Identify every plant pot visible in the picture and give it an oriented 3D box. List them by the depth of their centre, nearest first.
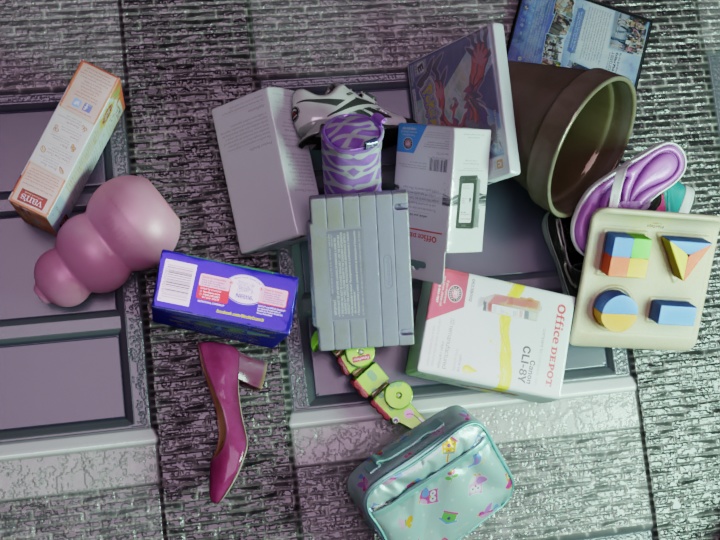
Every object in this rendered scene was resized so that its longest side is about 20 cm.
[{"bbox_3d":[0.242,-0.197,1.543,0.173,0.200,0.200,32,76,30],"label":"plant pot"}]

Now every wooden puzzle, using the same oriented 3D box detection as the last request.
[{"bbox_3d":[0.383,0.019,1.530,0.185,0.046,0.201,3,110,-14],"label":"wooden puzzle"}]

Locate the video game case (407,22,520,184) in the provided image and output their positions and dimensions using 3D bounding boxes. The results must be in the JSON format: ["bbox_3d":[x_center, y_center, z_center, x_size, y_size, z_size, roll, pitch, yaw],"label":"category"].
[{"bbox_3d":[0.134,-0.206,1.538,0.023,0.182,0.201,0,81,-36],"label":"video game case"}]

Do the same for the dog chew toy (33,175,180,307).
[{"bbox_3d":[-0.329,-0.030,1.466,0.200,0.125,0.125,-38,90,-5],"label":"dog chew toy"}]

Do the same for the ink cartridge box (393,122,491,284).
[{"bbox_3d":[0.102,-0.089,1.509,0.068,0.116,0.201,-2,100,-37],"label":"ink cartridge box"}]

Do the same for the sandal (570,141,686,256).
[{"bbox_3d":[0.357,-0.101,1.533,0.203,0.050,0.082,-45,101,-8],"label":"sandal"}]

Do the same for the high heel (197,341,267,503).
[{"bbox_3d":[-0.189,0.193,1.481,0.096,0.067,0.200,20,64,-16],"label":"high heel"}]

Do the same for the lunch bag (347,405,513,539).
[{"bbox_3d":[0.088,0.277,1.478,0.200,0.077,0.161,-34,120,-10],"label":"lunch bag"}]

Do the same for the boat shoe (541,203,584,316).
[{"bbox_3d":[0.311,0.002,1.592,0.071,0.064,0.200,-25,87,-12],"label":"boat shoe"}]

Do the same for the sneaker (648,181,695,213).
[{"bbox_3d":[0.376,-0.052,1.600,0.121,0.084,0.200,26,77,-6],"label":"sneaker"}]

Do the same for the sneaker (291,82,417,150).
[{"bbox_3d":[-0.005,-0.212,1.540,0.200,0.074,0.089,-2,69,-41],"label":"sneaker"}]

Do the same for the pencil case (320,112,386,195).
[{"bbox_3d":[-0.005,-0.113,1.492,0.085,0.200,0.084,-31,53,-26],"label":"pencil case"}]

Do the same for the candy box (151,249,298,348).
[{"bbox_3d":[-0.173,0.039,1.438,0.169,0.200,0.077,12,79,-9],"label":"candy box"}]

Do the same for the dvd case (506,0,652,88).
[{"bbox_3d":[0.314,-0.326,1.662,0.200,0.018,0.143,17,79,-6],"label":"dvd case"}]

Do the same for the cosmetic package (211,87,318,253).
[{"bbox_3d":[-0.120,-0.130,1.514,0.101,0.074,0.201,-15,85,33],"label":"cosmetic package"}]

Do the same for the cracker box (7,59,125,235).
[{"bbox_3d":[-0.370,-0.152,1.465,0.058,0.134,0.200,25,79,-5],"label":"cracker box"}]

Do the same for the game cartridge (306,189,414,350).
[{"bbox_3d":[0.000,0.000,1.459,0.129,0.038,0.201,-2,104,1],"label":"game cartridge"}]

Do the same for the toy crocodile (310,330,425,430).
[{"bbox_3d":[0.016,0.148,1.523,0.062,0.068,0.200,-42,88,-7],"label":"toy crocodile"}]

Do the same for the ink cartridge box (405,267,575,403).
[{"bbox_3d":[0.175,0.087,1.548,0.199,0.083,0.146,12,79,-7],"label":"ink cartridge box"}]
